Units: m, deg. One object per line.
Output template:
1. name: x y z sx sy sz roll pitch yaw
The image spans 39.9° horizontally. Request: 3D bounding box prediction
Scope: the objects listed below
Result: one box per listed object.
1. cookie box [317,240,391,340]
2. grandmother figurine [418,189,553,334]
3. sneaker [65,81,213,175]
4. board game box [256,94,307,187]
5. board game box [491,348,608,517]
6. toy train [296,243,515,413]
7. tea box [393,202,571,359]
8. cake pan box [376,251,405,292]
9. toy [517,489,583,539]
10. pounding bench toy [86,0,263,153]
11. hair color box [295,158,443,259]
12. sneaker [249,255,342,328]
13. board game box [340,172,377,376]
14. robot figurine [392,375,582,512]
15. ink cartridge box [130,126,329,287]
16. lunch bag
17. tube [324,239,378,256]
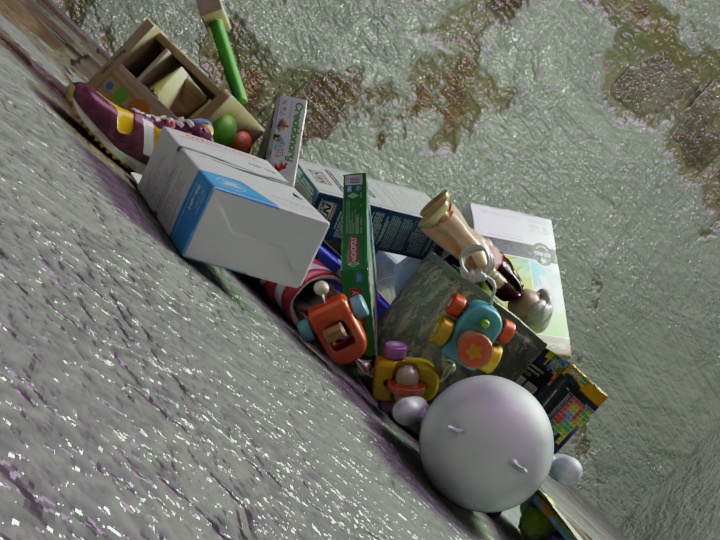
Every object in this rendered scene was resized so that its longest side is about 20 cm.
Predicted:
1. cookie box: -0.047 0.014 1.285 0.171 0.075 0.200 42 1 -19
2. grandmother figurine: 0.150 -0.005 1.152 0.200 0.061 0.121 46 28 -11
3. sneaker: -0.200 -0.134 0.994 0.200 0.090 0.075 43 1 -33
4. board game box: -0.100 -0.104 1.125 0.035 0.126 0.200 10 -12 -11
5. board game box: 0.167 0.161 1.068 0.057 0.165 0.200 41 2 -4
6. toy train: 0.048 0.060 0.941 0.056 0.200 0.150 -97 166 -74
7. tea box: 0.152 0.051 1.294 0.133 0.200 0.197 9 61 -26
8. cake pan box: -0.035 -0.030 1.497 0.200 0.052 0.184 -14 -45 40
9. toy: 0.190 0.265 0.987 0.115 0.047 0.200 50 1 -2
10. pounding bench toy: -0.182 -0.195 1.117 0.156 0.200 0.124 43 1 16
11. hair color box: 0.008 -0.074 1.246 0.200 0.061 0.100 12 24 -29
12. sneaker: -0.064 0.007 1.051 0.112 0.071 0.200 40 8 15
13. board game box: 0.000 0.000 1.078 0.200 0.029 0.135 -90 176 -57
14. robot figurine: 0.110 0.149 0.872 0.169 0.113 0.200 16 -3 8
15. ink cartridge box: -0.125 -0.067 0.892 0.116 0.067 0.200 16 17 -33
16. lunch bag: 0.082 0.081 1.099 0.118 0.164 0.200 37 4 -30
17. tube: -0.054 -0.080 1.335 0.200 0.052 0.058 42 0 29
